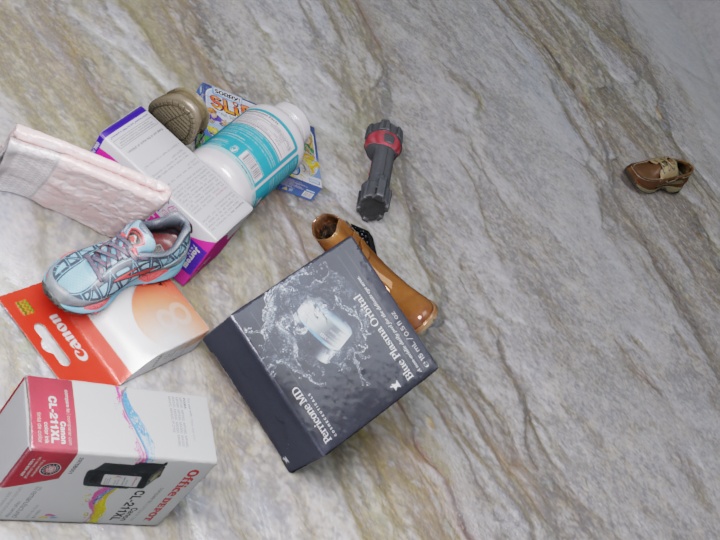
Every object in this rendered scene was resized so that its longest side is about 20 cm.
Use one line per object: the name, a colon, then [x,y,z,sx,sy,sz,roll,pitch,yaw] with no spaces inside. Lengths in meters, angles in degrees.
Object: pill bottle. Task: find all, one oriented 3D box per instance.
pill bottle: [-0.151,-0.157,1.586,0.111,0.111,0.200,43,48,1]

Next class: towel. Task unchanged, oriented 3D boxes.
towel: [-0.335,-0.097,1.339,0.190,0.200,0.033,22,71,-22]

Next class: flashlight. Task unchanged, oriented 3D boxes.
flashlight: [0.028,-0.158,1.837,0.201,0.067,0.068,-79,149,-45]

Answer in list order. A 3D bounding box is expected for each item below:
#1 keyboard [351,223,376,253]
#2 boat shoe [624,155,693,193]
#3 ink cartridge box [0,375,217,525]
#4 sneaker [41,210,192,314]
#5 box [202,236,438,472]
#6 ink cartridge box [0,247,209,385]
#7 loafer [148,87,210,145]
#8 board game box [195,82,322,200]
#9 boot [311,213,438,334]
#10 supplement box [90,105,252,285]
keyboard: [0.000,0.000,1.669,0.103,0.040,0.201,16,43,-32]
boat shoe: [0.638,-0.213,2.441,0.199,0.074,0.076,-4,56,-45]
ink cartridge box: [-0.264,0.185,1.149,0.199,0.146,0.083,11,47,-35]
sneaker: [-0.277,-0.022,1.318,0.079,0.096,0.199,49,44,12]
box: [-0.047,0.100,1.384,0.199,0.117,0.197,-34,89,-30]
ink cartridge box: [-0.295,0.049,1.340,0.162,0.050,0.200,50,34,11]
loafer: [-0.240,-0.206,1.522,0.076,0.200,0.068,46,70,-12]
board game box: [-0.155,-0.193,1.721,0.199,0.034,0.136,18,43,-29]
boot: [0.015,0.002,1.513,0.156,0.077,0.200,53,-4,-28]
supplement box: [-0.255,-0.096,1.477,0.200,0.101,0.103,41,37,-1]
